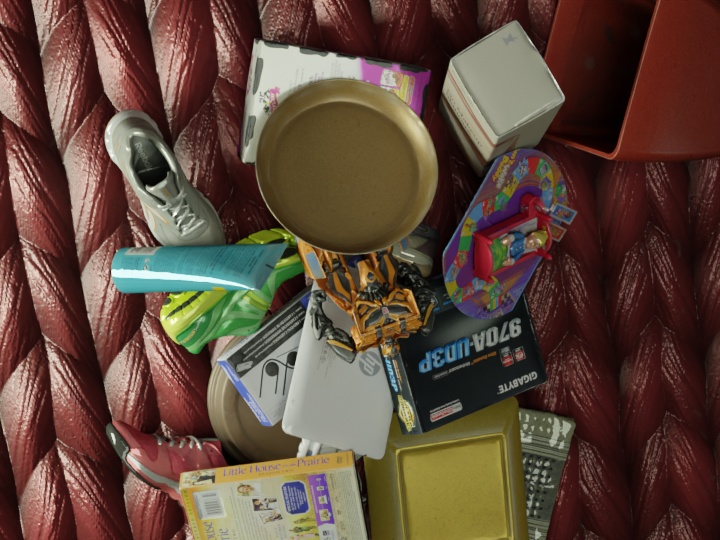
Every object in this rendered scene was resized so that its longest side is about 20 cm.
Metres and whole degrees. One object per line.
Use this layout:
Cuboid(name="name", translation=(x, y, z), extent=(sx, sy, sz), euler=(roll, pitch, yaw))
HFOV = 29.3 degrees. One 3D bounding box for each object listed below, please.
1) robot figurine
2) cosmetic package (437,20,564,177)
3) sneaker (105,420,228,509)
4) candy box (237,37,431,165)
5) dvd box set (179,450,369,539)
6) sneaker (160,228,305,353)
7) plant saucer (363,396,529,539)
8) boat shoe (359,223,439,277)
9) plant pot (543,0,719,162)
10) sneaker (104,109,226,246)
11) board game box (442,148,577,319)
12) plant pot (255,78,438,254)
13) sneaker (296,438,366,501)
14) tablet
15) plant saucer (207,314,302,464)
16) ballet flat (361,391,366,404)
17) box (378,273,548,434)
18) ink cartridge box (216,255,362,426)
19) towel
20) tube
Cuboid(name="robot figurine", translation=(0.000, 0.000, 1.488), extent=(0.143, 0.058, 0.202), euler=(-19, 73, -15))
Cuboid(name="cosmetic package", translation=(0.149, -0.182, 1.502), extent=(0.087, 0.200, 0.104), euler=(-30, 82, -5))
Cuboid(name="sneaker", translation=(-0.206, 0.218, 1.593), extent=(0.200, 0.074, 0.087), euler=(40, 84, -24))
Cuboid(name="candy box", translation=(-0.031, -0.177, 1.546), extent=(0.197, 0.061, 0.138), euler=(8, 100, -14))
Cuboid(name="dvd box set", translation=(-0.094, 0.277, 1.553), extent=(0.197, 0.030, 0.148), euler=(-8, 124, 3))
Cuboid(name="sneaker", translation=(-0.129, 0.021, 1.546), extent=(0.198, 0.074, 0.084), euler=(-30, 130, -5))
Cuboid(name="plant saucer", translation=(0.108, 0.265, 1.648), extent=(0.197, 0.048, 0.203), euler=(-8, 101, -10))
Cuboid(name="boat shoe", translation=(-0.001, -0.058, 1.577), extent=(0.198, 0.072, 0.065), euler=(25, 71, -4))
Cuboid(name="plant pot", translation=(0.331, -0.222, 1.555), extent=(0.174, 0.200, 0.203), euler=(10, 100, -25))
Cuboid(name="sneaker", translation=(-0.211, -0.079, 1.508), extent=(0.075, 0.092, 0.201), euler=(-36, 112, -4))
Cuboid(name="board game box", translation=(0.175, -0.034, 1.537), extent=(0.158, 0.039, 0.202), euler=(33, 86, -46))
Cuboid(name="plant pot", translation=(-0.015, -0.109, 1.479), extent=(0.197, 0.028, 0.203), euler=(2, 72, -8))
Cuboid(name="sneaker", translation=(-0.035, 0.270, 1.598), extent=(0.081, 0.075, 0.202), euler=(14, 127, 13))
Cuboid(name="tablet", translation=(-0.010, 0.100, 1.546), extent=(0.129, 0.014, 0.203), euler=(19, 74, -23))
Cuboid(name="plant saucer", translation=(-0.081, 0.150, 1.621), extent=(0.197, 0.029, 0.203), euler=(-3, 102, -13))
Cuboid(name="ballet flat", translation=(0.060, 0.122, 1.624), extent=(0.198, 0.069, 0.071), euler=(-12, 105, -29))
Cuboid(name="box", translation=(0.113, 0.083, 1.587), extent=(0.198, 0.046, 0.161), euler=(-17, 93, -33))
Cuboid(name="ink cartridge box", translation=(-0.058, 0.078, 1.571), extent=(0.199, 0.044, 0.095), euler=(-38, 100, -19))
Cuboid(name="towel", translation=(0.154, 0.255, 1.698), extent=(0.197, 0.035, 0.195), euler=(13, 96, -12))
Cuboid(name="tube", translation=(-0.178, -0.003, 1.497), extent=(0.198, 0.078, 0.051), euler=(-2, 134, 28))
